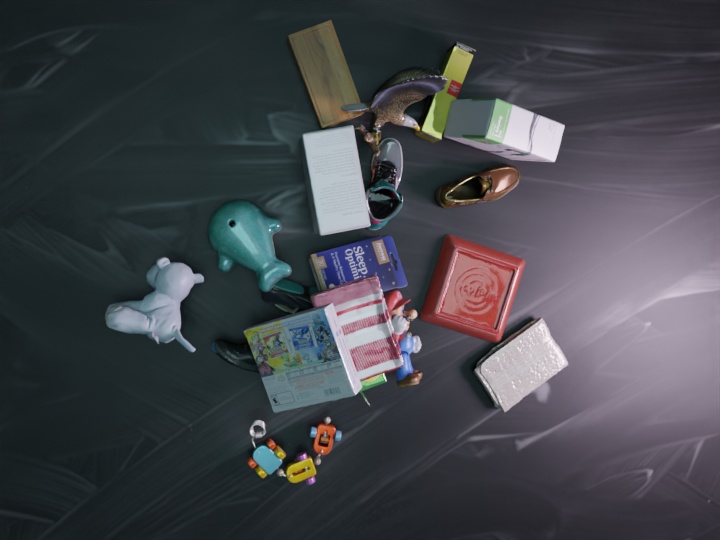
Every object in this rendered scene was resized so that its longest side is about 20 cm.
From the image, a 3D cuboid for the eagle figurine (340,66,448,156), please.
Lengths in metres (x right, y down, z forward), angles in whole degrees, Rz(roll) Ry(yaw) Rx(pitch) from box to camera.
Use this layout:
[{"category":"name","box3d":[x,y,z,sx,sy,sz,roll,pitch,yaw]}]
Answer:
[{"category":"eagle figurine","box3d":[0.077,-0.342,1.412,0.200,0.150,0.152,-53,56,20]}]

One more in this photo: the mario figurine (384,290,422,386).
[{"category":"mario figurine","box3d":[0.100,0.139,1.475,0.105,0.123,0.202,-15,92,-24]}]

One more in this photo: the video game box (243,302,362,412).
[{"category":"video game box","box3d":[-0.116,0.177,1.385,0.199,0.047,0.184,-16,99,25]}]

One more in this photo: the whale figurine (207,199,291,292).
[{"category":"whale figurine","box3d":[-0.228,-0.055,1.410,0.159,0.104,0.200,-37,76,-4]}]

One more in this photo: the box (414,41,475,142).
[{"category":"box","box3d":[0.180,-0.379,1.482,0.050,0.075,0.201,22,90,-9]}]

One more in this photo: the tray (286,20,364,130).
[{"category":"tray","box3d":[-0.073,-0.411,1.462,0.098,0.037,0.201,-22,96,-6]}]

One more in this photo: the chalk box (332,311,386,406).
[{"category":"chalk box","box3d":[-0.026,0.193,1.468,0.123,0.125,0.202,-18,95,-7]}]

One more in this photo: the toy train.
[{"category":"toy train","box3d":[-0.147,0.381,1.502,0.198,0.056,0.152,8,92,-12]}]

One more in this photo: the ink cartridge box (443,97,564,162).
[{"category":"ink cartridge box","box3d":[0.298,-0.289,1.438,0.199,0.146,0.085,12,95,-31]}]

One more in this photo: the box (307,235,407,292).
[{"category":"box","box3d":[0.000,0.000,1.472,0.199,0.032,0.122,-16,83,-21]}]

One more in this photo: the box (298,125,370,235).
[{"category":"box","box3d":[-0.056,-0.181,1.422,0.105,0.152,0.202,-11,96,-7]}]

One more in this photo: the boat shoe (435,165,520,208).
[{"category":"boat shoe","box3d":[0.264,-0.179,1.510,0.199,0.068,0.072,-22,95,-7]}]

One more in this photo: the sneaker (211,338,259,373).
[{"category":"sneaker","box3d":[-0.217,0.179,1.473,0.199,0.073,0.082,24,82,-18]}]

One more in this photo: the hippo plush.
[{"category":"hippo plush","box3d":[-0.409,0.053,1.380,0.158,0.199,0.162,20,83,-30]}]

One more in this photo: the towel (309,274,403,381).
[{"category":"towel","box3d":[-0.005,0.122,1.394,0.143,0.023,0.202,-18,96,-7]}]

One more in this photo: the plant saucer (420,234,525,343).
[{"category":"plant saucer","box3d":[0.255,0.044,1.542,0.198,0.037,0.202,17,91,-9]}]

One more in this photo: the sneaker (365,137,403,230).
[{"category":"sneaker","box3d":[0.051,-0.184,1.453,0.083,0.121,0.202,11,92,-9]}]

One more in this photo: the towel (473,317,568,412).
[{"category":"towel","box3d":[0.362,0.215,1.571,0.199,0.034,0.133,-34,99,-5]}]

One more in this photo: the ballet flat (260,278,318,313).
[{"category":"ballet flat","box3d":[-0.120,0.064,1.480,0.198,0.073,0.074,15,92,-15]}]
